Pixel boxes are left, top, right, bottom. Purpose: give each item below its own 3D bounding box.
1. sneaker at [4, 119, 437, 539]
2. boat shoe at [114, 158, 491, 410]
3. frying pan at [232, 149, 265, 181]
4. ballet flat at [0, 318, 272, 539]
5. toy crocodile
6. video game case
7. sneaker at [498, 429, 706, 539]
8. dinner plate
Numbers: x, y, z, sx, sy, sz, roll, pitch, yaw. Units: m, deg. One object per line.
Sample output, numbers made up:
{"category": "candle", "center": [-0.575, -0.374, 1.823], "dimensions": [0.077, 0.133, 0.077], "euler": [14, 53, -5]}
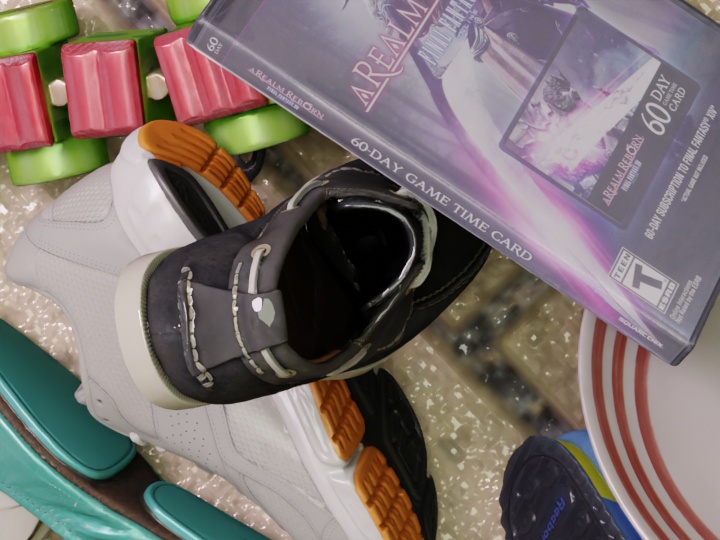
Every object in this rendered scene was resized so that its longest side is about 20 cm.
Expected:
{"category": "sneaker", "center": [-0.049, 0.045, 1.059], "dimensions": [0.092, 0.076, 0.200], "euler": [-28, 101, 24]}
{"category": "boat shoe", "center": [0.000, 0.000, 1.002], "dimensions": [0.067, 0.200, 0.072], "euler": [-18, 93, 34]}
{"category": "frying pan", "center": [-0.029, -0.142, 1.089], "dimensions": [0.115, 0.031, 0.191], "euler": [-22, 100, 8]}
{"category": "ballet flat", "center": [-0.097, 0.094, 1.073], "dimensions": [0.200, 0.067, 0.070], "euler": [38, 105, 8]}
{"category": "toy crocodile", "center": [-0.082, -0.069, 1.064], "dimensions": [0.199, 0.062, 0.068], "euler": [-10, 100, 15]}
{"category": "video game case", "center": [0.054, -0.071, 1.025], "dimensions": [0.200, 0.019, 0.143], "euler": [34, 49, -3]}
{"category": "sneaker", "center": [0.120, 0.132, 1.005], "dimensions": [0.066, 0.078, 0.200], "euler": [-61, 40, 34]}
{"category": "dinner plate", "center": [0.170, 0.050, 1.027], "dimensions": [0.199, 0.024, 0.201], "euler": [5, 59, -9]}
